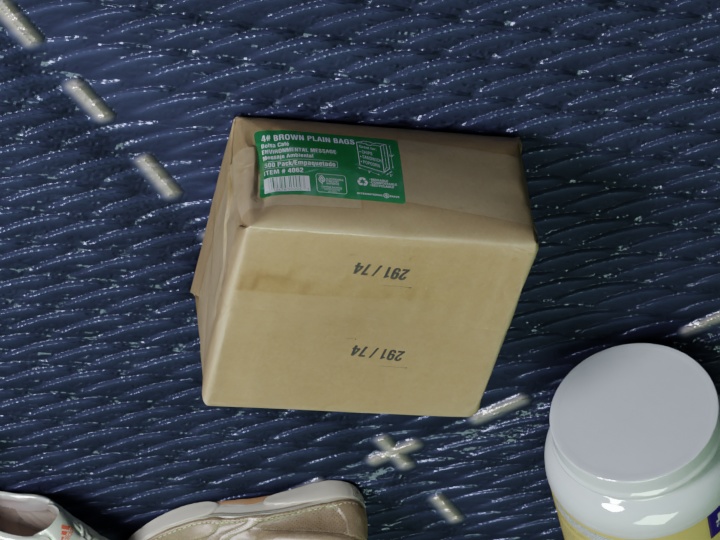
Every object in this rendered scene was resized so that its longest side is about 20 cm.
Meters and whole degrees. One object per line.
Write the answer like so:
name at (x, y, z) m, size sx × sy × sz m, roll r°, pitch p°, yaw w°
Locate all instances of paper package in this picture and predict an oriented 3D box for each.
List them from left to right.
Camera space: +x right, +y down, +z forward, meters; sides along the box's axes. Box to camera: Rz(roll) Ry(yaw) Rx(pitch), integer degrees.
paper package at (0.000, 0.000, 1.574) m, size 0.200 × 0.104 × 0.191 m, roll 3°, pitch 136°, yaw -14°

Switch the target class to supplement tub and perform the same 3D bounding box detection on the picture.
supplement tub at (0.215, 0.162, 1.767) m, size 0.145 × 0.146 × 0.200 m, roll -13°, pitch 140°, yaw 5°

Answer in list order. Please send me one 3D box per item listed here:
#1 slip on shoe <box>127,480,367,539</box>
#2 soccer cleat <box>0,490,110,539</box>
slip on shoe at (-0.091, 0.219, 1.838) m, size 0.200 × 0.061 × 0.076 m, roll -12°, pitch 139°, yaw 3°
soccer cleat at (-0.219, 0.217, 1.787) m, size 0.200 × 0.069 × 0.078 m, roll 21°, pitch 127°, yaw -10°
